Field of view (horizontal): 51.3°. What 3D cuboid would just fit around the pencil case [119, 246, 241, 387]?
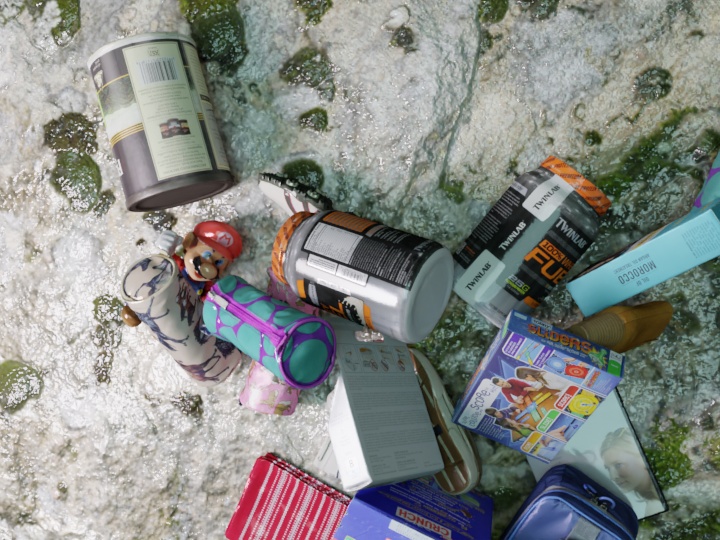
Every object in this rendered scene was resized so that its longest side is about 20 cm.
[{"bbox_3d":[-0.230,0.064,0.981,0.078,0.200,0.090,6,52,31],"label":"pencil case"}]

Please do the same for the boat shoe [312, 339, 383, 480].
[{"bbox_3d":[-0.015,0.183,1.010,0.066,0.072,0.200,18,104,8],"label":"boat shoe"}]

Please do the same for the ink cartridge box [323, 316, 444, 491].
[{"bbox_3d":[0.017,0.160,0.919,0.047,0.160,0.200,-31,66,31],"label":"ink cartridge box"}]

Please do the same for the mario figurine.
[{"bbox_3d":[-0.238,0.017,1.023,0.200,0.123,0.106,-46,71,14],"label":"mario figurine"}]

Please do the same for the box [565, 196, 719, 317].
[{"bbox_3d":[0.342,-0.016,0.867,0.200,0.082,0.049,-36,84,45],"label":"box"}]

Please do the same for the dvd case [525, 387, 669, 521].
[{"bbox_3d":[0.292,0.240,0.972,0.142,0.018,0.200,-24,88,13],"label":"dvd case"}]

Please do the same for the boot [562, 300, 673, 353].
[{"bbox_3d":[0.285,0.101,0.933,0.144,0.201,0.071,-9,67,-26],"label":"boot"}]

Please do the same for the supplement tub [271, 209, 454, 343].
[{"bbox_3d":[0.000,0.000,0.896,0.200,0.122,0.123,20,97,29],"label":"supplement tub"}]

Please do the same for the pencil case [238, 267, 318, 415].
[{"bbox_3d":[-0.107,0.094,1.015,0.086,0.083,0.200,16,97,21],"label":"pencil case"}]

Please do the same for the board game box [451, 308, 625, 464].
[{"bbox_3d":[0.202,0.143,0.884,0.135,0.034,0.200,23,137,3],"label":"board game box"}]

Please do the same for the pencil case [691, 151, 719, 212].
[{"bbox_3d":[0.471,-0.137,0.870,0.085,0.092,0.200,20,100,-27],"label":"pencil case"}]

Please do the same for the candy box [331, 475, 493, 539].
[{"bbox_3d":[0.072,0.311,0.929,0.169,0.200,0.077,25,98,10],"label":"candy box"}]

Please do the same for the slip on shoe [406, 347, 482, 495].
[{"bbox_3d":[0.103,0.196,0.992,0.076,0.061,0.200,-40,66,27],"label":"slip on shoe"}]

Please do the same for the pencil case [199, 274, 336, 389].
[{"bbox_3d":[-0.114,0.070,0.894,0.200,0.092,0.085,21,78,48],"label":"pencil case"}]

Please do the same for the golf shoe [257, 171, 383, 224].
[{"bbox_3d":[-0.062,-0.063,1.004,0.200,0.077,0.088,32,106,9],"label":"golf shoe"}]

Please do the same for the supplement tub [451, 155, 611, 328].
[{"bbox_3d":[0.205,-0.034,0.923,0.122,0.123,0.200,40,100,7],"label":"supplement tub"}]

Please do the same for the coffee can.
[{"bbox_3d":[-0.265,-0.194,1.002,0.146,0.146,0.200,-16,89,12],"label":"coffee can"}]

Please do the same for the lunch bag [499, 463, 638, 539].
[{"bbox_3d":[0.247,0.345,0.910,0.136,0.132,0.200,32,109,15],"label":"lunch bag"}]

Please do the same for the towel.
[{"bbox_3d":[-0.083,0.363,1.056,0.200,0.022,0.145,27,99,9],"label":"towel"}]
